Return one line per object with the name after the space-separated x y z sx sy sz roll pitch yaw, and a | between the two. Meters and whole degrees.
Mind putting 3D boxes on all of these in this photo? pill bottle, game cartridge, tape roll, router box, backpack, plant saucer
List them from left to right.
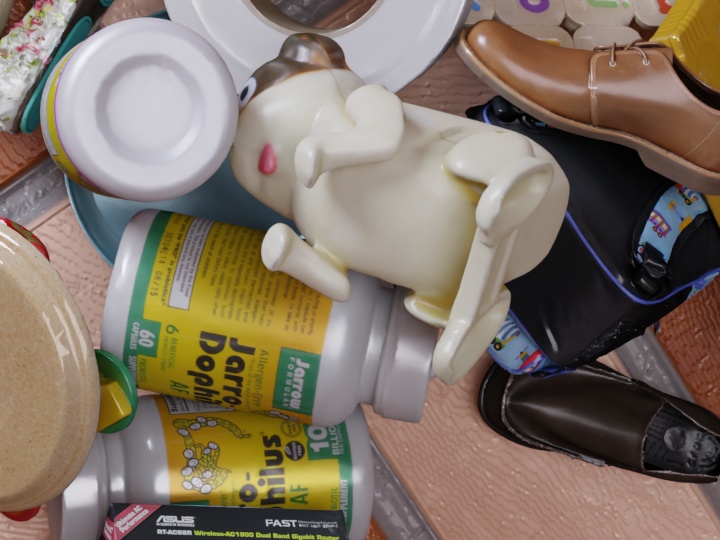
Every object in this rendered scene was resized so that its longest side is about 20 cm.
-0.138 -0.094 1.292 0.104 0.200 0.105 -1 93 -12 | pill bottle
-0.101 0.227 1.363 0.149 0.200 0.062 5 49 -17 | router box
-0.100 0.134 1.394 0.199 0.113 0.113 -2 94 -16 | pill bottle
-0.100 -0.077 1.424 0.199 0.027 0.201 -1 95 -17 | plant saucer
-0.053 0.034 1.338 0.199 0.113 0.113 12 91 2 | pill bottle
-0.025 -0.198 1.349 0.202 0.071 0.203 1 100 7 | tape roll
0.149 -0.034 1.433 0.183 0.200 0.135 52 124 12 | backpack
0.269 -0.128 1.454 0.177 0.032 0.200 62 41 -24 | game cartridge

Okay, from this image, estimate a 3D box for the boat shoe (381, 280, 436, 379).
0.000 0.000 1.415 0.065 0.074 0.201 -22 118 -6 | boat shoe

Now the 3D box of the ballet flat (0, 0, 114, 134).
-0.190 -0.179 1.371 0.064 0.076 0.200 32 80 9 | ballet flat

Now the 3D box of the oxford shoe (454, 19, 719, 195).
0.156 -0.119 1.336 0.199 0.071 0.071 21 122 -10 | oxford shoe

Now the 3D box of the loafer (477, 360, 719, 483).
0.179 0.102 1.495 0.199 0.071 0.073 13 90 -17 | loafer

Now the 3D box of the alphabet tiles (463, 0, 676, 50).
0.126 -0.211 1.436 0.195 0.015 0.201 -2 63 -15 | alphabet tiles

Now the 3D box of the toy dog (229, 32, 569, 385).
0.014 -0.062 1.262 0.200 0.140 0.194 27 42 17 | toy dog

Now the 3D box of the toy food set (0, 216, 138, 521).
-0.233 0.057 1.314 0.049 0.200 0.198 -27 89 -55 | toy food set
